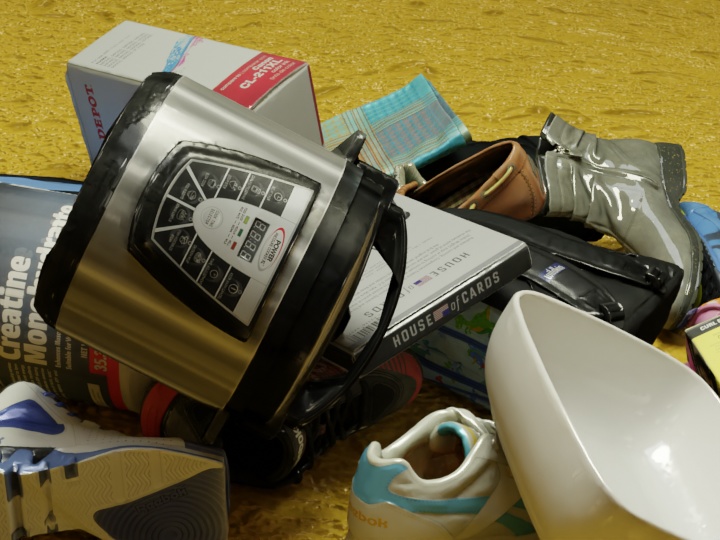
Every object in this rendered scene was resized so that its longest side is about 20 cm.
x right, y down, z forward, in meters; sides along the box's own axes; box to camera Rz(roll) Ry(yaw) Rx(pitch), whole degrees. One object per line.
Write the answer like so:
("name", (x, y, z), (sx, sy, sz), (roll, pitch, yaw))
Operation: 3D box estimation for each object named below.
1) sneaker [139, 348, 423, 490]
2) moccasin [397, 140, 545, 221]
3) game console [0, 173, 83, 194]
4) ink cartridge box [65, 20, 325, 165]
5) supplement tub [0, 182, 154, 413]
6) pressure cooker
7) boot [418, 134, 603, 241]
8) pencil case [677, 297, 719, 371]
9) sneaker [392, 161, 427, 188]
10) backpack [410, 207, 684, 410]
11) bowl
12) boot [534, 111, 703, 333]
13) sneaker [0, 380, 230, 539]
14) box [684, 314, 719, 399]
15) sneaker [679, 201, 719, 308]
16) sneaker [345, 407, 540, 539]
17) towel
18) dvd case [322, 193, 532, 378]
("sneaker", (-0.039, 0.096, 1.148), (0.199, 0.071, 0.098), (-10, 29, -25))
("moccasin", (0.044, -0.038, 1.359), (0.201, 0.078, 0.074), (-24, 42, 17))
("game console", (-0.239, -0.060, 1.401), (0.199, 0.031, 0.176), (11, 11, 38))
("ink cartridge box", (-0.132, -0.112, 1.445), (0.199, 0.146, 0.083), (18, 45, 32))
("supplement tub", (-0.216, 0.015, 1.199), (0.199, 0.141, 0.140), (9, 26, 8))
("pressure cooker", (-0.073, -0.007, 1.050), (0.199, 0.176, 0.179), (28, 37, -4))
("boot", (0.110, -0.074, 1.533), (0.162, 0.074, 0.198), (-3, 22, -19))
("pencil case", (0.328, 0.045, 1.318), (0.199, 0.088, 0.087), (-17, 33, -37))
("sneaker", (0.084, -0.031, 1.417), (0.199, 0.089, 0.077), (25, 31, 35))
("backpack", (0.104, 0.028, 1.261), (0.199, 0.154, 0.163), (31, 41, 19))
("bowl", (0.162, 0.120, 1.052), (0.199, 0.075, 0.200), (23, 30, -33))
("boot", (0.200, -0.038, 1.413), (0.130, 0.068, 0.201), (10, 48, -11))
("sneaker", (-0.179, 0.113, 1.072), (0.198, 0.081, 0.115), (0, 28, -7))
("box", (0.276, 0.113, 1.131), (0.050, 0.075, 0.200), (-23, 39, 0))
("sneaker", (0.299, -0.002, 1.429), (0.078, 0.066, 0.200), (6, 25, -8))
("sneaker", (0.079, 0.127, 1.095), (0.199, 0.081, 0.076), (-15, 30, -38))
("towel", (-0.010, -0.104, 1.533), (0.199, 0.022, 0.147), (-24, 30, -2))
("dvd case", (0.000, 0.000, 1.202), (0.150, 0.025, 0.200), (-31, 31, -23))
